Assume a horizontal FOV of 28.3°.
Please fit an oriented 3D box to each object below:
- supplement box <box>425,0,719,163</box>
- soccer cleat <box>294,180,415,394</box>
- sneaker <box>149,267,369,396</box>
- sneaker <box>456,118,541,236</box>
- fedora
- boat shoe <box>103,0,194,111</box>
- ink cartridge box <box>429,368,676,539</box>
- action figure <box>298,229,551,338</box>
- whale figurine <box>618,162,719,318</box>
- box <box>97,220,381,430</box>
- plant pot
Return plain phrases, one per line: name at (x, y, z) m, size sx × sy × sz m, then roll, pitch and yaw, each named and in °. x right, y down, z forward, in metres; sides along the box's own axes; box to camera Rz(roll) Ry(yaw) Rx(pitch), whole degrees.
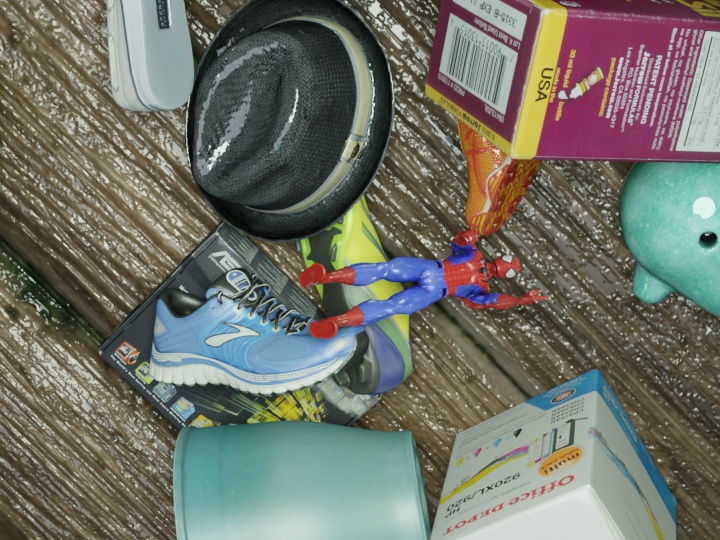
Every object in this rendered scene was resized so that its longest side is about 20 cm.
supplement box at (0.164, -0.145, 0.988) m, size 0.197 × 0.131 × 0.105 m, roll -2°, pitch 115°, yaw -28°
soccer cleat at (-0.001, 0.000, 1.169) m, size 0.064 × 0.083 × 0.203 m, roll -9°, pitch 92°, yaw 45°
sneaker at (-0.086, 0.046, 1.129) m, size 0.197 × 0.078 × 0.091 m, roll 1°, pitch 102°, yaw 26°
sneaker at (0.104, -0.126, 1.101) m, size 0.076 × 0.073 × 0.203 m, roll 19°, pitch 113°, yaw 29°
fedora at (-0.073, -0.119, 1.091) m, size 0.198 × 0.091 × 0.204 m, roll 2°, pitch 96°, yaw 25°
boat shoe at (-0.179, -0.225, 1.111) m, size 0.085 × 0.074 × 0.205 m, roll 0°, pitch 99°, yaw 39°
ink cartridge box at (0.157, 0.205, 1.134) m, size 0.146 × 0.200 × 0.146 m, roll -27°, pitch 104°, yaw 20°
action figure at (0.062, 0.006, 1.088) m, size 0.098 × 0.198 × 0.066 m, roll -14°, pitch 87°, yaw 52°
whale figurine at (0.278, -0.010, 1.079) m, size 0.158 × 0.104 × 0.202 m, roll -26°, pitch 104°, yaw 19°
box at (-0.101, 0.080, 1.223) m, size 0.161 × 0.049 × 0.200 m, roll -42°, pitch 99°, yaw 19°
plant pot at (-0.036, 0.208, 1.143) m, size 0.185 × 0.200 × 0.203 m, roll -11°, pitch 109°, yaw 4°
